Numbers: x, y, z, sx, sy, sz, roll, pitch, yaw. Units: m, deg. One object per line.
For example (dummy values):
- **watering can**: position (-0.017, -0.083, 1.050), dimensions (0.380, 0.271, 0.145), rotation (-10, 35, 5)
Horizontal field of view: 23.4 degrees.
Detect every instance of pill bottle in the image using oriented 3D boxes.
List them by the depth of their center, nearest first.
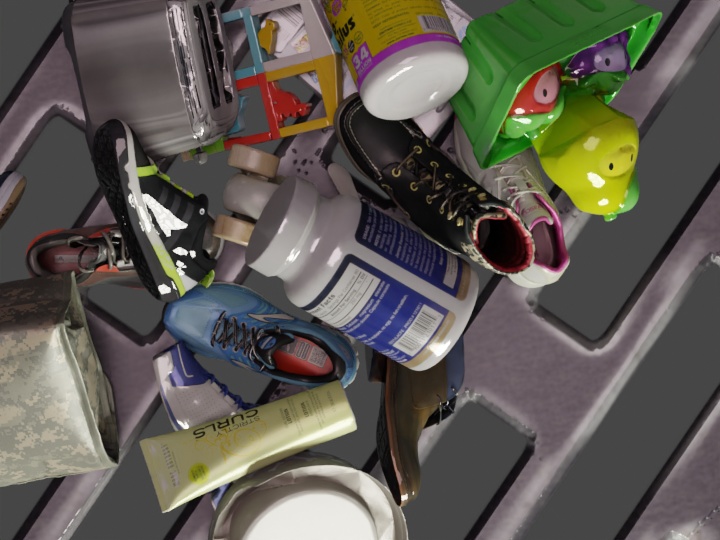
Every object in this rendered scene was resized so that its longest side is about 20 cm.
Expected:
- **pill bottle**: position (0.000, 0.000, 1.614), dimensions (0.200, 0.116, 0.116), rotation (30, 91, -17)
- **pill bottle**: position (0.019, -0.247, 1.614), dimensions (0.104, 0.104, 0.201), rotation (-22, 66, 0)

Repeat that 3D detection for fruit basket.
- **fruit basket**: position (0.202, -0.154, 1.633), dimensions (0.215, 0.156, 0.216), rotation (9, 52, -12)

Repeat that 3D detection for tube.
- **tube**: position (-0.104, 0.161, 1.638), dimensions (0.199, 0.058, 0.052), rotation (-19, 111, -5)

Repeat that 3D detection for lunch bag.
- **lunch bag**: position (-0.330, 0.117, 1.670), dimensions (0.163, 0.118, 0.201), rotation (-10, 120, 2)

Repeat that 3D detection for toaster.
- **toaster**: position (-0.196, -0.194, 1.644), dimensions (0.129, 0.114, 0.201), rotation (-8, 99, 17)

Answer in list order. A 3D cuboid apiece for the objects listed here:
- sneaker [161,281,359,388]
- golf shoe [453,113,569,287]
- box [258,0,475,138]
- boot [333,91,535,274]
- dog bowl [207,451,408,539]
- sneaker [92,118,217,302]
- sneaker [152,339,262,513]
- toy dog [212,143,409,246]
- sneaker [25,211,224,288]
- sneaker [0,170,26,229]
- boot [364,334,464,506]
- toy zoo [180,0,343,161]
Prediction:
- **sneaker**: position (-0.096, 0.063, 1.689), dimensions (0.199, 0.090, 0.079), rotation (16, 91, 0)
- **golf shoe**: position (0.153, -0.079, 1.683), dimensions (0.075, 0.092, 0.201), rotation (-26, 96, -10)
- **box**: position (0.017, -0.223, 1.710), dimensions (0.200, 0.041, 0.156), rotation (39, 91, 0)
- **boot**: position (0.072, -0.081, 1.625), dimensions (0.073, 0.154, 0.204), rotation (-45, 115, -7)
- **dog bowl**: position (-0.057, 0.265, 1.678), dimensions (0.199, 0.059, 0.201), rotation (-6, 111, -16)
- **sneaker**: position (-0.187, -0.064, 1.628), dimensions (0.083, 0.072, 0.201), rotation (-29, 127, -20)
- **sneaker**: position (-0.119, 0.149, 1.703), dimensions (0.115, 0.081, 0.200), rotation (-26, 98, -4)
- **toy dog**: position (-0.059, -0.053, 1.701), dimensions (0.200, 0.096, 0.132), rotation (38, 87, -16)
- **sneaker**: position (-0.230, -0.014, 1.689), dimensions (0.199, 0.082, 0.077), rotation (-11, 92, 0)
- **sneaker**: position (-0.421, -0.040, 1.692), dimensions (0.108, 0.070, 0.200), rotation (40, 93, -3)
- **boot**: position (0.062, 0.130, 1.673), dimensions (0.097, 0.075, 0.201), rotation (-2, 59, -9)
- **toy zoo**: position (-0.096, -0.190, 1.682), dimensions (0.199, 0.020, 0.132), rotation (-11, 95, 20)
